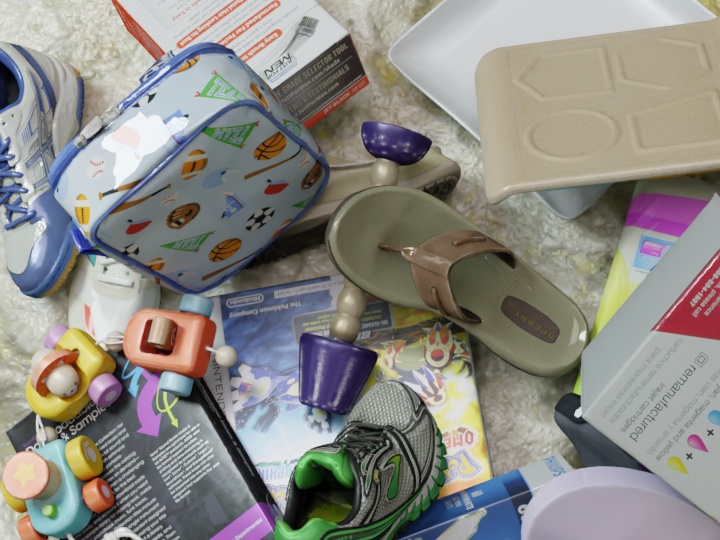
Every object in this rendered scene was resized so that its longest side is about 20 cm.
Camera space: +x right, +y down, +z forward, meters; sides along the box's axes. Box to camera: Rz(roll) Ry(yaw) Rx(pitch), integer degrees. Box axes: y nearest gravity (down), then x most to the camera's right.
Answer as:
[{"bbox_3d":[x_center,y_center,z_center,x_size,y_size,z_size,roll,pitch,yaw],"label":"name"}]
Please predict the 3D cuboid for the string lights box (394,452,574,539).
[{"bbox_3d":[0.063,0.208,1.166,0.199,0.059,0.103,-21,98,-1],"label":"string lights box"}]

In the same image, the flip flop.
[{"bbox_3d":[0.071,0.007,1.167,0.200,0.058,0.081,32,80,-8],"label":"flip flop"}]

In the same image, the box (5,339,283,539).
[{"bbox_3d":[-0.148,0.150,1.213,0.143,0.036,0.200,-38,65,10],"label":"box"}]

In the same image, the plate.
[{"bbox_3d":[0.156,-0.160,1.320,0.200,0.032,0.200,-43,71,-10],"label":"plate"}]

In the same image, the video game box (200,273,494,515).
[{"bbox_3d":[-0.014,0.094,1.242,0.199,0.047,0.183,-11,72,3],"label":"video game box"}]

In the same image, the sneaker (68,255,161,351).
[{"bbox_3d":[-0.176,-0.032,1.278,0.070,0.093,0.200,12,72,11],"label":"sneaker"}]

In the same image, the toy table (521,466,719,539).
[{"bbox_3d":[0.187,0.224,1.076,0.200,0.117,0.184,30,114,-20],"label":"toy table"}]

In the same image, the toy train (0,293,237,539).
[{"bbox_3d":[-0.177,0.102,1.189,0.150,0.056,0.201,12,79,28],"label":"toy train"}]

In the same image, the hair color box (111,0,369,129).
[{"bbox_3d":[-0.096,-0.180,1.312,0.111,0.064,0.200,-37,52,-7],"label":"hair color box"}]

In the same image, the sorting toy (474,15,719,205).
[{"bbox_3d":[0.182,-0.112,1.224,0.199,0.037,0.185,-10,36,8],"label":"sorting toy"}]

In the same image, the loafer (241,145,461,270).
[{"bbox_3d":[-0.026,-0.060,1.281,0.199,0.076,0.068,-16,75,1],"label":"loafer"}]

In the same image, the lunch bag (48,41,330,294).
[{"bbox_3d":[-0.115,-0.062,1.166,0.160,0.200,0.076,-39,66,6],"label":"lunch bag"}]

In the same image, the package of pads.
[{"bbox_3d":[0.244,0.041,1.219,0.154,0.068,0.201,16,76,12],"label":"package of pads"}]

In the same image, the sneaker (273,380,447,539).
[{"bbox_3d":[0.001,0.134,1.124,0.078,0.085,0.200,-7,32,22],"label":"sneaker"}]

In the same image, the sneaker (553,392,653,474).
[{"bbox_3d":[0.189,0.168,1.145,0.200,0.074,0.088,41,86,-12],"label":"sneaker"}]

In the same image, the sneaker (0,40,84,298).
[{"bbox_3d":[-0.258,-0.077,1.297,0.075,0.088,0.201,-24,60,32],"label":"sneaker"}]

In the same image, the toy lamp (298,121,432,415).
[{"bbox_3d":[0.000,0.000,1.207,0.058,0.058,0.201,15,85,11],"label":"toy lamp"}]

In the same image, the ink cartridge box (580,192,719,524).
[{"bbox_3d":[0.256,0.078,1.072,0.200,0.145,0.145,37,104,-3],"label":"ink cartridge box"}]
